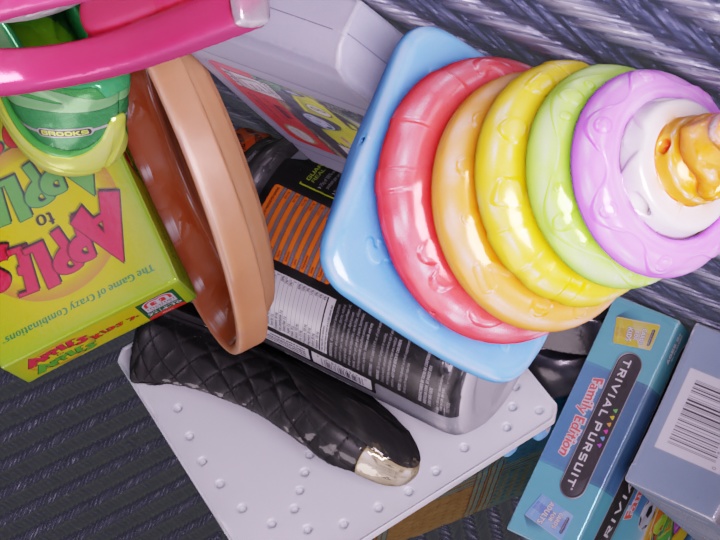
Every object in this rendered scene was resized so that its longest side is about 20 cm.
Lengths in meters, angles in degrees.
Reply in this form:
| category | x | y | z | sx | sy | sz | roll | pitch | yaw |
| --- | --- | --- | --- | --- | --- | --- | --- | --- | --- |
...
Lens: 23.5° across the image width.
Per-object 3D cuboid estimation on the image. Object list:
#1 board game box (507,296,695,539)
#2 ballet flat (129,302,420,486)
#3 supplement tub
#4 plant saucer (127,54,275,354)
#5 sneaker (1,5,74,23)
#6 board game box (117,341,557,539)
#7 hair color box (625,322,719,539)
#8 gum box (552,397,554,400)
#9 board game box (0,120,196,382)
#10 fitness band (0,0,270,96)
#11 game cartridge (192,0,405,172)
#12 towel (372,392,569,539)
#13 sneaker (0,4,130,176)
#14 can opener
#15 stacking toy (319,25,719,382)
| category | x | y | z | sx | sy | sz | roll | pitch | yaw |
| --- | --- | --- | --- | --- | --- | --- | --- | --- | --- |
| board game box | 0.175 | 0.122 | 1.077 | 0.047 | 0.152 | 0.200 | 22 | 172 | 31 |
| ballet flat | -0.049 | 0.077 | 0.998 | 0.199 | 0.057 | 0.066 | 27 | -167 | 27 |
| supplement tub | 0.000 | 0.000 | 0.982 | 0.199 | 0.123 | 0.123 | 26 | 173 | 20 |
| plant saucer | -0.089 | -0.056 | 0.875 | 0.200 | 0.032 | 0.202 | 158 | 90 | -78 |
| sneaker | -0.173 | -0.163 | 0.717 | 0.075 | 0.106 | 0.200 | -25 | 173 | 30 |
| board game box | -0.016 | 0.073 | 1.033 | 0.200 | 0.199 | 0.026 | 52 | 166 | 34 |
| hair color box | 0.227 | 0.113 | 1.032 | 0.060 | 0.100 | 0.200 | 23 | 172 | 29 |
| gum box | 0.030 | 0.096 | 1.204 | 0.114 | 0.199 | 0.066 | 61 | -168 | 27 |
| board game box | -0.174 | -0.056 | 0.909 | 0.048 | 0.101 | 0.201 | 64 | -179 | -76 |
| fitness band | -0.121 | -0.099 | 0.672 | 0.199 | 0.038 | 0.143 | -12 | 179 | 45 |
| game cartridge | -0.002 | -0.077 | 0.795 | 0.132 | 0.041 | 0.200 | 19 | 170 | 31 |
| towel | 0.062 | 0.138 | 1.147 | 0.147 | 0.198 | 0.022 | 102 | 146 | -61 |
| sneaker | -0.178 | -0.139 | 0.853 | 0.200 | 0.074 | 0.084 | 45 | 137 | 9 |
| can opener | 0.081 | 0.027 | 1.126 | 0.198 | 0.063 | 0.079 | 15 | 124 | 29 |
| stacking toy | 0.086 | -0.033 | 0.593 | 0.109 | 0.117 | 0.199 | 30 | 159 | -26 |
